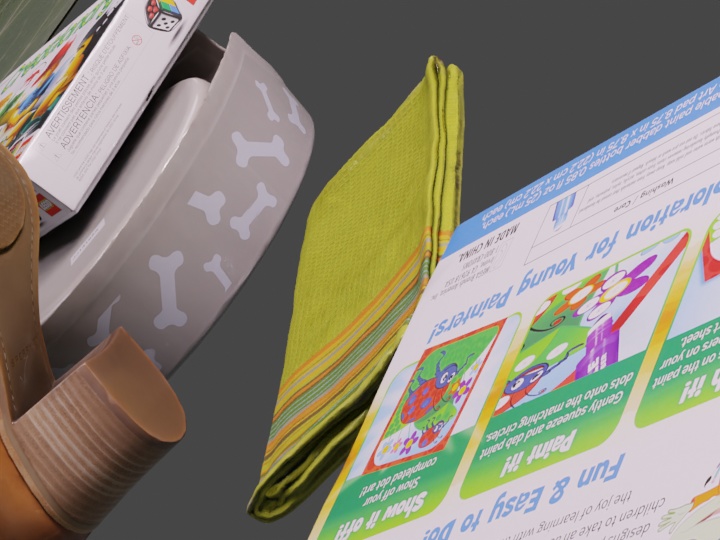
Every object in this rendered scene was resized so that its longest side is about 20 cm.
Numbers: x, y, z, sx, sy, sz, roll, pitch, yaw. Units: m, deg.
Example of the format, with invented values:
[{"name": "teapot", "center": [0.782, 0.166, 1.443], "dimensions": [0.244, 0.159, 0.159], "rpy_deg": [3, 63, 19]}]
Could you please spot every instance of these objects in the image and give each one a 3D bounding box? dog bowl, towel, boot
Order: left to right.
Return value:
[{"name": "boot", "center": [-0.178, 0.033, 0.909], "dimensions": [0.155, 0.200, 0.074], "rpy_deg": [-38, -6, 21]}, {"name": "dog bowl", "center": [-0.095, -0.012, 1.020], "dimensions": [0.200, 0.059, 0.200], "rpy_deg": [-47, 17, 20]}, {"name": "towel", "center": [0.000, 0.000, 0.809], "dimensions": [0.086, 0.018, 0.200], "rpy_deg": [-44, 18, 24]}]

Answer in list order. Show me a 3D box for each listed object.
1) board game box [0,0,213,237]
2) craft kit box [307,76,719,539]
[{"name": "board game box", "center": [-0.145, -0.058, 1.089], "dimensions": [0.200, 0.035, 0.126], "rpy_deg": [-26, 30, 58]}, {"name": "craft kit box", "center": [0.055, 0.043, 0.526], "dimensions": [0.200, 0.049, 0.198], "rpy_deg": [-30, 25, 53]}]
